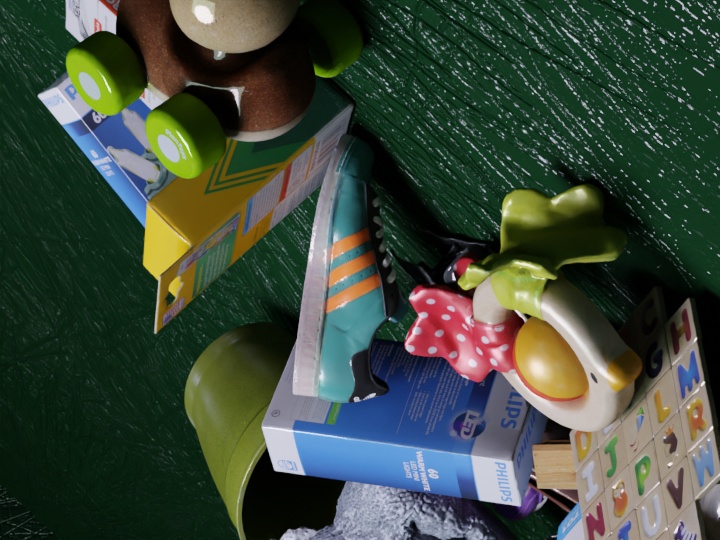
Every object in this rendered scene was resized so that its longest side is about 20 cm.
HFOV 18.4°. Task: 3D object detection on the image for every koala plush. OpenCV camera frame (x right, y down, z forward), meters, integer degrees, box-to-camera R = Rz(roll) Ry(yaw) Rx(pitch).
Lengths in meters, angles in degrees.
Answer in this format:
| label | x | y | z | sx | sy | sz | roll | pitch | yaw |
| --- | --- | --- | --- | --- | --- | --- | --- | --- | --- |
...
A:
| label | x | y | z | sx | sy | sz | roll | pitch | yaw |
| --- | --- | --- | --- | --- | --- | --- | --- | --- | --- |
| koala plush | 0.011 | 0.241 | 1.917 | 0.184 | 0.200 | 0.177 | 40 | -169 | -41 |

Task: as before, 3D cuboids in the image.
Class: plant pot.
| label | x | y | z | sx | sy | sz | roll | pitch | yaw |
| --- | --- | --- | --- | --- | --- | --- | --- | --- | --- |
| plant pot | -0.066 | 0.146 | 2.048 | 0.193 | 0.200 | 0.201 | 43 | 164 | 48 |

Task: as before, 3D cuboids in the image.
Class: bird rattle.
| label | x | y | z | sx | sy | sz | roll | pitch | yaw |
| --- | --- | --- | --- | --- | --- | --- | --- | --- | --- |
| bird rattle | 0.110 | 0.043 | 1.485 | 0.163 | 0.113 | 0.200 | 49 | 146 | 12 |

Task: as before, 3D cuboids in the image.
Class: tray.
| label | x | y | z | sx | sy | sz | roll | pitch | yaw |
| --- | --- | --- | --- | --- | --- | --- | --- | --- | --- |
| tray | 0.208 | 0.127 | 1.540 | 0.200 | 0.098 | 0.037 | 166 | 96 | -67 |

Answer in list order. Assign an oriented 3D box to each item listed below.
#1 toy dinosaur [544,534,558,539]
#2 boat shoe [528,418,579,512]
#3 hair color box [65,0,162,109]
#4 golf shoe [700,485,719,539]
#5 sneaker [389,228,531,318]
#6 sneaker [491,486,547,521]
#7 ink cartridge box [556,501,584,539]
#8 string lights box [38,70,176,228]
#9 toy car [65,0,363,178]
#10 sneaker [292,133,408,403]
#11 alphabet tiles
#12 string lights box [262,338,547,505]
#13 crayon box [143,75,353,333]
| label | x | y | z | sx | sy | sz | roll | pitch | yaw |
| --- | --- | --- | --- | --- | --- | --- | --- | --- | --- |
| toy dinosaur | 0.199 | 0.283 | 1.805 | 0.102 | 0.200 | 0.136 | -102 | -14 | -70 |
| boat shoe | 0.200 | 0.195 | 1.735 | 0.200 | 0.070 | 0.070 | 40 | 159 | 14 |
| hair color box | -0.144 | -0.168 | 1.756 | 0.200 | 0.064 | 0.111 | 42 | 161 | 9 |
| golf shoe | 0.313 | 0.219 | 1.542 | 0.200 | 0.078 | 0.097 | 44 | 154 | 4 |
| sneaker | 0.098 | 0.028 | 1.626 | 0.104 | 0.060 | 0.200 | 53 | 170 | -21 |
| sneaker | 0.096 | 0.151 | 1.837 | 0.080 | 0.088 | 0.200 | 31 | 156 | 35 |
| ink cartridge box | 0.214 | 0.241 | 1.597 | 0.146 | 0.086 | 0.200 | 40 | -160 | -4 |
| string lights box | -0.164 | -0.102 | 1.861 | 0.200 | 0.103 | 0.059 | 52 | 161 | -14 |
| toy car | -0.096 | -0.194 | 1.480 | 0.158 | 0.164 | 0.200 | 38 | 149 | 24 |
| sneaker | 0.000 | 0.000 | 1.677 | 0.080 | 0.201 | 0.071 | 8 | -176 | 2 |
| alphabet tiles | 0.184 | 0.118 | 1.452 | 0.006 | 0.200 | 0.167 | 12 | 140 | -20 |
| string lights box | 0.037 | 0.111 | 1.714 | 0.199 | 0.103 | 0.059 | 7 | 139 | 18 |
| crayon box | -0.097 | -0.054 | 1.670 | 0.052 | 0.200 | 0.126 | 43 | 160 | 10 |
